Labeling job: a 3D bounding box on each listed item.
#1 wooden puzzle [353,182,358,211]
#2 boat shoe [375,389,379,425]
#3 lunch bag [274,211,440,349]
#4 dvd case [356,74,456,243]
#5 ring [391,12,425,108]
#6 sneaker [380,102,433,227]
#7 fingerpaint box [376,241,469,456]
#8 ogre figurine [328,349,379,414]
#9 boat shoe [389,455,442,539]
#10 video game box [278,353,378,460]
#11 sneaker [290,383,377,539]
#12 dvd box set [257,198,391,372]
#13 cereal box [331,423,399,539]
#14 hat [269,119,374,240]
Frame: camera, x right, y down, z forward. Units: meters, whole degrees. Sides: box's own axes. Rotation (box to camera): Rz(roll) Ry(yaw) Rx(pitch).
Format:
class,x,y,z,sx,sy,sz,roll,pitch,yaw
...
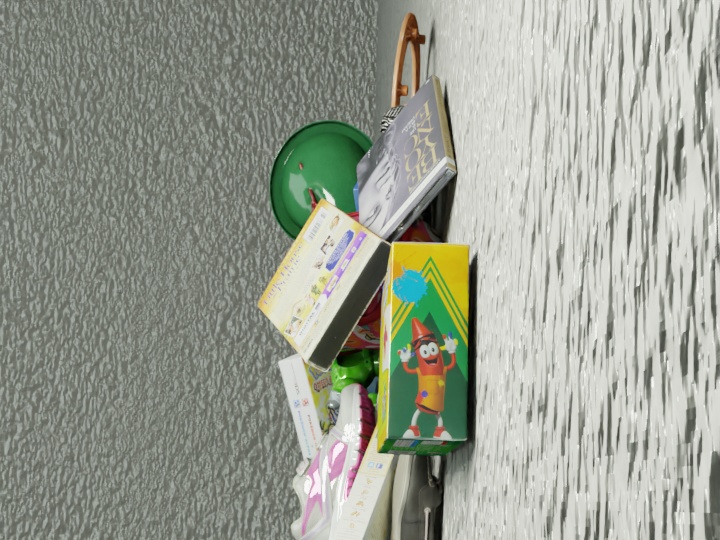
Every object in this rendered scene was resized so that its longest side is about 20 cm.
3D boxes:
class,x,y,z,sx,sy,sz,roll,pitch,yaw
wooden puzzle,0.030,-0.070,1.569,0.201,0.046,0.187,-70,-24,-55
boat shoe,0.065,0.095,1.362,0.061,0.072,0.202,-4,73,45
lunch bag,0.000,0.000,1.367,0.199,0.082,0.178,-9,55,47
dvd case,0.045,-0.111,1.303,0.149,0.016,0.201,-48,25,28
ring,0.065,-0.228,1.536,0.200,0.019,0.203,6,-90,-80
sneaker,0.065,-0.107,1.451,0.093,0.070,0.202,-40,-48,-63
fingerpaint box,0.056,0.078,1.088,0.200,0.072,0.169,97,175,-77
ogre figurine,0.021,0.124,1.474,0.099,0.118,0.202,94,178,-52
boat shoe,0.061,0.259,1.232,0.067,0.056,0.202,-127,44,-82
video game box,-0.018,0.184,1.608,0.199,0.046,0.184,-19,-87,-57
sneaker,-0.032,0.221,1.329,0.081,0.087,0.202,55,-138,-58
dvd box set,-0.039,0.011,1.273,0.147,0.029,0.200,-58,24,2
cereal box,0.016,0.284,1.283,0.201,0.039,0.145,-64,-29,-42
hat,-0.020,-0.080,1.544,0.176,0.164,0.202,-139,44,-65
